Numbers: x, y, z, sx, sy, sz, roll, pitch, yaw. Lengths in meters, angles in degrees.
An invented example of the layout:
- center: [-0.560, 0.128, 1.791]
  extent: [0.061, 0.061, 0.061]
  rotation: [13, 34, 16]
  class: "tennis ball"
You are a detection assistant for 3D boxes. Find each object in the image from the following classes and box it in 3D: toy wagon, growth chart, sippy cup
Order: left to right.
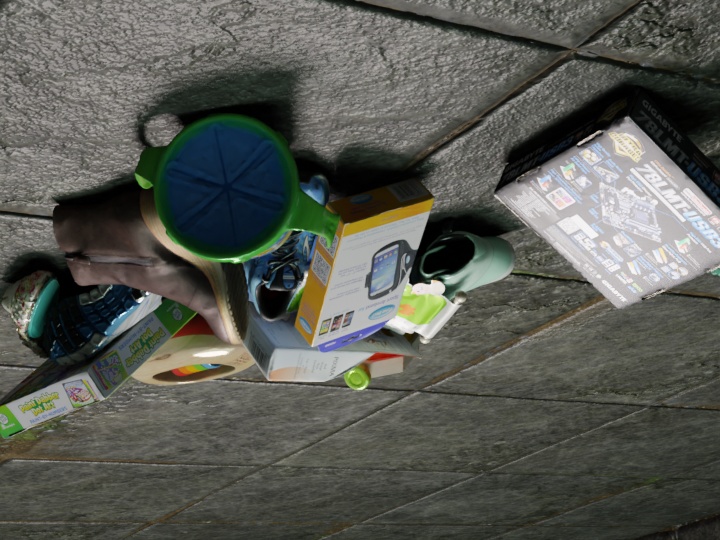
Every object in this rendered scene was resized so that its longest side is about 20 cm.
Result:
- center: [-0.115, -0.068, 1.426]
  extent: [0.139, 0.178, 0.130]
  rotation: [-36, 169, 1]
  class: "sippy cup"
- center: [-0.031, 0.088, 1.883]
  extent: [0.198, 0.040, 0.155]
  rotation: [10, -155, 18]
  class: "toy wagon"
- center: [0.013, 0.036, 1.728]
  extent: [0.198, 0.018, 0.145]
  rotation: [10, 150, -6]
  class: "growth chart"

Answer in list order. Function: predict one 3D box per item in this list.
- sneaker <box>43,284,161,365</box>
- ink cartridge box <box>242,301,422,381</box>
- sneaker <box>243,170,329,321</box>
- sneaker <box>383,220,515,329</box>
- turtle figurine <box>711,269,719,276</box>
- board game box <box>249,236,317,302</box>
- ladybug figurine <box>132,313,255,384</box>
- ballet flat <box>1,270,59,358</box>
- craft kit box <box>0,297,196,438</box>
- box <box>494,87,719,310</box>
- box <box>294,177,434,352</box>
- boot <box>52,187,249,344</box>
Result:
- center: [-0.273, 0.043, 1.706]
  extent: [0.200, 0.075, 0.087]
  rotation: [-37, 163, 21]
  class: "sneaker"
- center: [-0.048, 0.080, 1.824]
  extent: [0.199, 0.162, 0.050]
  rotation: [8, 112, -29]
  class: "ink cartridge box"
- center: [-0.073, -0.023, 1.560]
  extent: [0.078, 0.090, 0.201]
  rotation: [1, 139, -13]
  class: "sneaker"
- center: [0.069, 0.005, 1.746]
  extent: [0.199, 0.074, 0.118]
  rotation: [-26, 160, 23]
  class: "sneaker"
- center: [0.354, -0.053, 1.641]
  extent: [0.199, 0.102, 0.149]
  rotation: [14, 158, -35]
  class: "turtle figurine"
- center: [-0.051, -0.020, 1.705]
  extent: [0.198, 0.039, 0.158]
  rotation: [-5, 154, -11]
  class: "board game box"
- center: [-0.208, 0.094, 1.907]
  extent: [0.199, 0.073, 0.135]
  rotation: [-15, 161, 32]
  class: "ladybug figurine"
- center: [-0.383, 0.049, 1.752]
  extent: [0.064, 0.076, 0.200]
  rotation: [27, 155, 7]
  class: "ballet flat"
- center: [-0.317, 0.109, 1.794]
  extent: [0.197, 0.049, 0.200]
  rotation: [-19, -162, 37]
  class: "craft kit box"
- center: [0.269, -0.065, 1.512]
  extent: [0.200, 0.050, 0.198]
  rotation: [41, 140, -16]
  class: "box"
- center: [0.000, 0.000, 1.597]
  extent: [0.118, 0.042, 0.201]
  rotation: [-18, 143, -34]
  class: "box"
- center: [-0.214, 0.000, 1.569]
  extent: [0.165, 0.073, 0.201]
  rotation: [-7, 125, 17]
  class: "boot"
